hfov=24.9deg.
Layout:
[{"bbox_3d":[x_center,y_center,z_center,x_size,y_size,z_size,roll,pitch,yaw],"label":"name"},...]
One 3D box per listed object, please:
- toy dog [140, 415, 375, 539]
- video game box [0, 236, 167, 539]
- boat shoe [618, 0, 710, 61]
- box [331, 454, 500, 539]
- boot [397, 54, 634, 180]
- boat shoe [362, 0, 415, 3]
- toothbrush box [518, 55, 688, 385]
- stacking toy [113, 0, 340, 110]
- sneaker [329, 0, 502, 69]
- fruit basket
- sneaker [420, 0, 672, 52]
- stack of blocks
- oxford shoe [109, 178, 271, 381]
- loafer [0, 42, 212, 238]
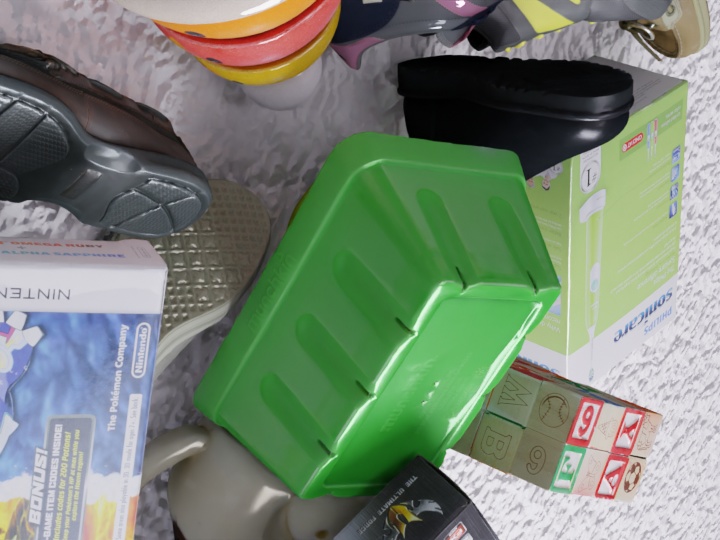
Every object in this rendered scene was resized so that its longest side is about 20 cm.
[{"bbox_3d":[-0.061,0.195,0.964,0.193,0.139,0.201,10,100,-40],"label":"toy dog"},{"bbox_3d":[-0.191,0.082,0.756,0.181,0.047,0.201,2,107,-21],"label":"video game box"},{"bbox_3d":[0.179,-0.209,1.124,0.063,0.073,0.200,-52,130,-11],"label":"boat shoe"},{"bbox_3d":[0.002,0.219,0.907,0.200,0.048,0.159,-43,140,-10],"label":"box"},{"bbox_3d":[0.093,-0.039,0.974,0.076,0.200,0.169,-15,107,-30],"label":"boot"},{"bbox_3d":[0.036,-0.221,0.876,0.072,0.067,0.201,73,17,-51],"label":"boat shoe"},{"bbox_3d":[0.158,-0.031,1.166,0.145,0.086,0.201,-33,130,-39],"label":"toothbrush box"},{"bbox_3d":[-0.053,-0.142,0.834,0.146,0.146,0.200,-55,156,-17],"label":"stacking toy"},{"bbox_3d":[0.067,-0.174,0.929,0.070,0.199,0.082,-96,171,-50],"label":"sneaker"},{"bbox_3d":[0.000,0.000,0.913,0.155,0.215,0.217,3,105,-40],"label":"fruit basket"},{"bbox_3d":[0.104,-0.177,1.022,0.199,0.075,0.085,8,116,-26],"label":"sneaker"},{"bbox_3d":[0.072,0.078,1.015,0.115,0.199,0.059,16,94,-55],"label":"stack of blocks"},{"bbox_3d":[-0.120,0.025,0.874,0.200,0.075,0.058,-53,-177,-32],"label":"oxford shoe"},{"bbox_3d":[-0.153,-0.071,0.789,0.072,0.063,0.200,-32,149,22],"label":"loafer"}]
